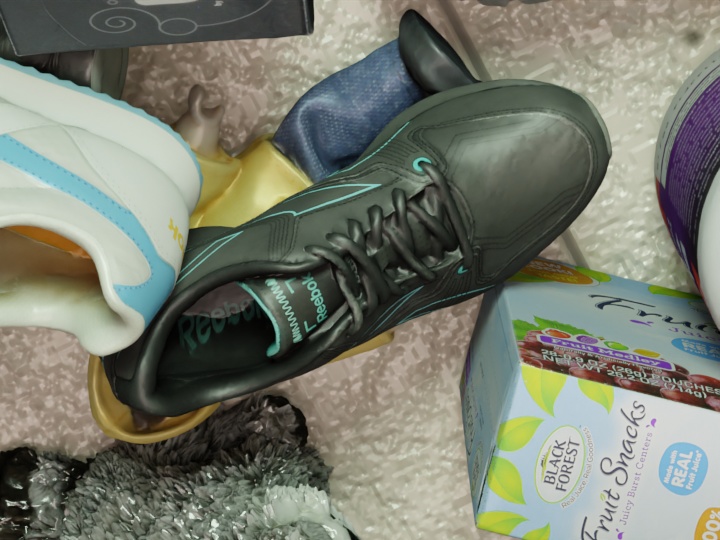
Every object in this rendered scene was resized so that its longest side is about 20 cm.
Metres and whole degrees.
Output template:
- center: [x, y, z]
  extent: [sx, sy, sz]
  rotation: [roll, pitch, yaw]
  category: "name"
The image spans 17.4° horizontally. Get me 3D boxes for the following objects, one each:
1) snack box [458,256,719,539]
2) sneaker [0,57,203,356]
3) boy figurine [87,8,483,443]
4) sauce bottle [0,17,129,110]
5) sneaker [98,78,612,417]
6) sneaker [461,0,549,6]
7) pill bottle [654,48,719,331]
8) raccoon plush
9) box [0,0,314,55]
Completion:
- center: [0.140, 0.061, 0.855]
  extent: [0.200, 0.169, 0.068]
  rotation: [15, 103, -2]
  category: "snack box"
- center: [-0.154, -0.032, 0.779]
  extent: [0.200, 0.081, 0.077]
  rotation: [15, 134, -4]
  category: "sneaker"
- center: [-0.034, -0.013, 0.892]
  extent: [0.200, 0.064, 0.124]
  rotation: [-39, 105, 7]
  category: "boy figurine"
- center: [-0.182, -0.085, 0.836]
  extent: [0.200, 0.065, 0.065]
  rotation: [9, 106, 9]
  category: "sauce bottle"
- center: [0.000, 0.000, 0.824]
  extent: [0.200, 0.079, 0.075]
  rotation: [-28, 106, 4]
  category: "sneaker"
- center: [0.098, -0.144, 0.853]
  extent: [0.200, 0.078, 0.077]
  rotation: [-12, 92, 0]
  category: "sneaker"
- center: [0.167, -0.017, 0.815]
  extent: [0.111, 0.200, 0.112]
  rotation: [0, 104, 1]
  category: "pill bottle"
- center: [-0.083, 0.122, 0.891]
  extent: [0.200, 0.134, 0.097]
  rotation: [-15, 106, 5]
  category: "raccoon plush"
- center: [-0.072, -0.186, 0.766]
  extent: [0.106, 0.122, 0.200]
  rotation: [-3, 70, 2]
  category: "box"
